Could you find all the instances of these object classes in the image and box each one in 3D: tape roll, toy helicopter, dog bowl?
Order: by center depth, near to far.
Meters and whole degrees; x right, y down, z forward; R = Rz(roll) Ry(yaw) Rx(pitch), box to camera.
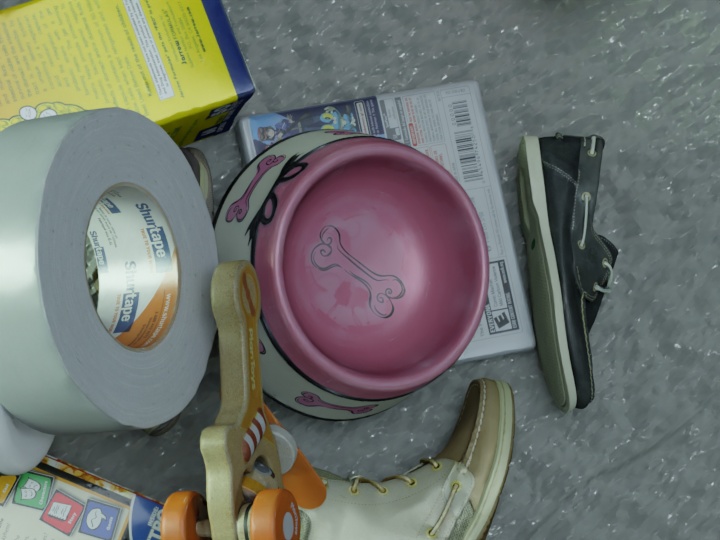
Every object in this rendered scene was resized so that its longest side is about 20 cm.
[{"bbox_3d":[-0.167,0.001,1.471,0.066,0.200,0.202,-7,78,29],"label":"tape roll"},{"bbox_3d":[-0.070,0.094,1.510,0.078,0.132,0.201,-4,88,20],"label":"toy helicopter"},{"bbox_3d":[0.000,0.000,1.589,0.199,0.074,0.201,3,84,-28],"label":"dog bowl"}]

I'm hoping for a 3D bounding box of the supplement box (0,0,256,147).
[{"bbox_3d":[-0.188,-0.126,1.597,0.199,0.109,0.110,-20,84,-15],"label":"supplement box"}]

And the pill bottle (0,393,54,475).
[{"bbox_3d":[-0.300,0.073,1.504,0.199,0.112,0.113,0,78,17],"label":"pill bottle"}]

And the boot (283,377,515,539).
[{"bbox_3d":[0.013,0.149,1.613,0.154,0.072,0.201,21,79,-7],"label":"boot"}]

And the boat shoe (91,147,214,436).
[{"bbox_3d":[-0.145,0.009,1.601,0.073,0.074,0.201,10,76,-11],"label":"boat shoe"}]

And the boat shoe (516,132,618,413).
[{"bbox_3d":[0.153,0.000,1.672,0.067,0.072,0.201,-2,78,-9],"label":"boat shoe"}]

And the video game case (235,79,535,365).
[{"bbox_3d":[0.018,-0.025,1.672,0.181,0.023,0.201,-10,83,-15],"label":"video game case"}]

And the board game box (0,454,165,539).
[{"bbox_3d":[-0.209,0.204,1.563,0.199,0.046,0.152,24,76,-8],"label":"board game box"}]
